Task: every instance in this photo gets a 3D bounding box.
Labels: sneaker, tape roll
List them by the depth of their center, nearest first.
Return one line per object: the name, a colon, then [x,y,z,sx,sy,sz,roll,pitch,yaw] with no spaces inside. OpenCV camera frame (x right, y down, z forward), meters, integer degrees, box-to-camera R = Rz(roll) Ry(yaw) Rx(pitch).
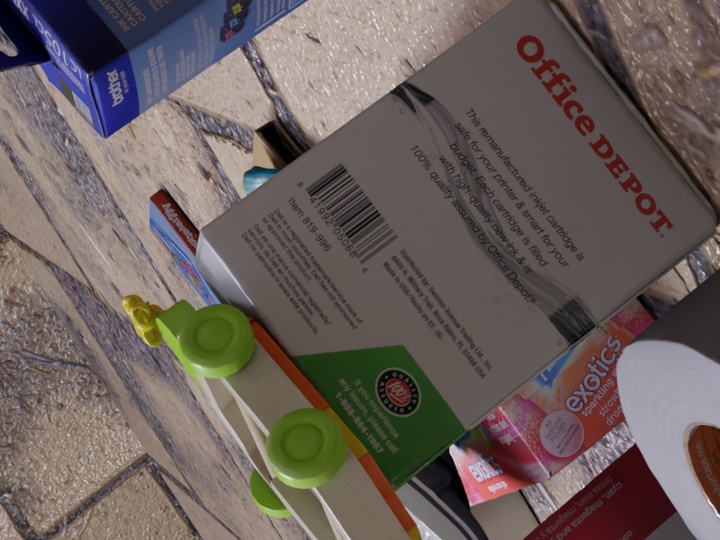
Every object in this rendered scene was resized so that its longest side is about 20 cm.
tape roll: [0.208,0.093,0.854,0.200,0.066,0.201,48,163,19]
sneaker: [0.021,0.105,1.042,0.200,0.079,0.079,33,149,46]

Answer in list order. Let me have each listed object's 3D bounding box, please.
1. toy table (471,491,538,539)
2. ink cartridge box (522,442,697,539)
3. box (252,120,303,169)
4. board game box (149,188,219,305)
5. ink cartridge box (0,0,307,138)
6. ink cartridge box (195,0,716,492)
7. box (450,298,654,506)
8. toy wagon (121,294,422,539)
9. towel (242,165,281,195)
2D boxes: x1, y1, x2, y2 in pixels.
toy table: [0.046,0.157,1.389,0.200,0.117,0.185,28,150,57]
ink cartridge box: [0.188,0.212,1.021,0.200,0.144,0.146,47,163,21]
box: [-0.029,-0.014,1.422,0.164,0.021,0.200,50,165,12]
board game box: [-0.144,0.016,1.848,0.200,0.019,0.103,52,164,9]
ink cartridge box: [-0.132,-0.171,1.046,0.137,0.200,0.076,48,164,19]
ink cartridge box: [0.043,-0.011,0.869,0.147,0.200,0.083,53,168,4]
box: [0.094,0.062,1.066,0.095,0.102,0.200,54,166,4]
toy wagon: [-0.041,0.072,0.847,0.200,0.039,0.156,48,166,31]
towel: [0.000,0.000,1.297,0.199,0.022,0.147,16,137,53]
